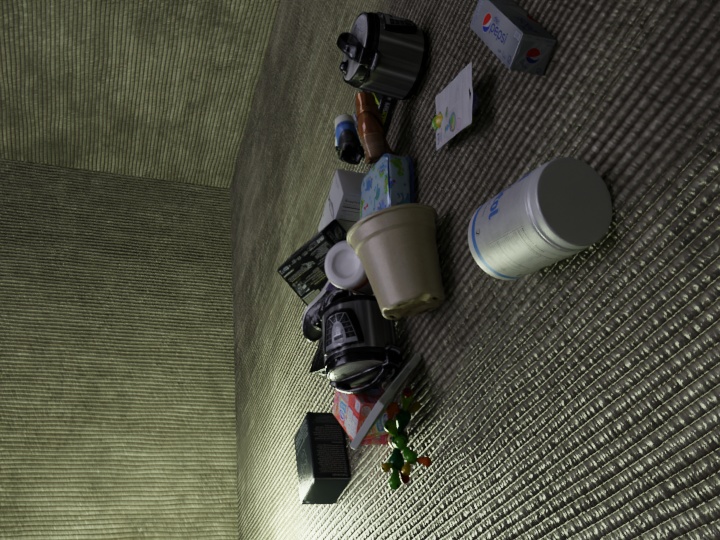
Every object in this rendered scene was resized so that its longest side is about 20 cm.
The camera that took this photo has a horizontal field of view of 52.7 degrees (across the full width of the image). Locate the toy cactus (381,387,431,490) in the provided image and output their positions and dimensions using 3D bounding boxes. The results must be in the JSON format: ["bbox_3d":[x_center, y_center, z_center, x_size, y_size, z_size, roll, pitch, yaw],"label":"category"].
[{"bbox_3d":[0.090,0.352,1.528,0.165,0.101,0.203,96,173,-78],"label":"toy cactus"}]

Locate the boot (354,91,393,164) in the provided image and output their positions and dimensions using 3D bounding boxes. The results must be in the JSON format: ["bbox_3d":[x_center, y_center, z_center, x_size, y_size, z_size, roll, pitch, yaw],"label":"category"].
[{"bbox_3d":[0.026,-0.343,1.765,0.200,0.076,0.158,-15,-88,-77],"label":"boot"}]

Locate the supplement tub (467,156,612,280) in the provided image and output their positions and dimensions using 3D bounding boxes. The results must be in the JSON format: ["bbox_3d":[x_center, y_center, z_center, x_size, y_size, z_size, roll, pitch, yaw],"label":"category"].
[{"bbox_3d":[0.256,-0.070,1.067,0.200,0.130,0.134,143,130,-64],"label":"supplement tub"}]

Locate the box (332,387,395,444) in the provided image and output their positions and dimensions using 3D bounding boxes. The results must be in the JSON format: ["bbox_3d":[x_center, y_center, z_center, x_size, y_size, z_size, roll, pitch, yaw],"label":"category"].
[{"bbox_3d":[0.007,0.329,1.731,0.200,0.093,0.104,-151,68,-70],"label":"box"}]

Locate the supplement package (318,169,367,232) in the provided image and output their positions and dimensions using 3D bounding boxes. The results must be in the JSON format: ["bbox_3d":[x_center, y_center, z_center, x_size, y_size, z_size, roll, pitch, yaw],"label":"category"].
[{"bbox_3d":[-0.028,-0.147,1.929,0.118,0.116,0.202,-105,28,-49],"label":"supplement package"}]

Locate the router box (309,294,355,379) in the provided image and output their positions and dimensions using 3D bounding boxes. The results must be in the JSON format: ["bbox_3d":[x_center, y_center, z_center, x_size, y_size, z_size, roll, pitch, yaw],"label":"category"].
[{"bbox_3d":[-0.059,0.168,1.843,0.149,0.051,0.203,-29,40,67],"label":"router box"}]

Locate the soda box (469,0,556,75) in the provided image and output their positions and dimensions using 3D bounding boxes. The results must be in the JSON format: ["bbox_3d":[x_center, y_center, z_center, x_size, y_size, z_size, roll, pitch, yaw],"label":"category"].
[{"bbox_3d":[0.258,-0.407,1.246,0.201,0.067,0.064,-108,29,-50],"label":"soda box"}]

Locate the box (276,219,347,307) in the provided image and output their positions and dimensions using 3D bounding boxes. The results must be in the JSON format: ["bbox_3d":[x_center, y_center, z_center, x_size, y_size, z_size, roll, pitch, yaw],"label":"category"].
[{"bbox_3d":[-0.091,-0.006,1.889,0.199,0.164,0.086,-37,7,36],"label":"box"}]

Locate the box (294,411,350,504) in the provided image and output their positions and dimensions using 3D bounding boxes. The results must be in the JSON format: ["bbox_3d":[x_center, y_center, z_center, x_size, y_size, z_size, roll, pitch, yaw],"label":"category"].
[{"bbox_3d":[-0.108,0.514,1.995,0.149,0.106,0.202,116,153,-44],"label":"box"}]

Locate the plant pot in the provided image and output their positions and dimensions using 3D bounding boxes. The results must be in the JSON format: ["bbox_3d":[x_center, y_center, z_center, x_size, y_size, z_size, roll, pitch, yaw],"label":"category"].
[{"bbox_3d":[0.088,-0.008,1.488,0.201,0.198,0.186,129,130,-58],"label":"plant pot"}]

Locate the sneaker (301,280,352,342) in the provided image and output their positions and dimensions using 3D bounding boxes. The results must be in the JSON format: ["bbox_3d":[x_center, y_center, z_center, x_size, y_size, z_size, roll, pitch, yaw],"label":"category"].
[{"bbox_3d":[-0.084,0.102,1.795,0.202,0.075,0.088,-60,23,17],"label":"sneaker"}]

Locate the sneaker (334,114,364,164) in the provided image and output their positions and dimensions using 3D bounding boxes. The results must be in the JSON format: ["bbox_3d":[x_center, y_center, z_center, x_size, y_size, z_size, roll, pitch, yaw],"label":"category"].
[{"bbox_3d":[-0.029,-0.322,1.982,0.201,0.076,0.113,83,178,-66],"label":"sneaker"}]

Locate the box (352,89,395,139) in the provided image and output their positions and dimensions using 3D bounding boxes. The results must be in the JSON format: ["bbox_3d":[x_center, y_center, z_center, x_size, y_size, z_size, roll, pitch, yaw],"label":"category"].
[{"bbox_3d":[0.037,-0.446,1.931,0.201,0.047,0.195,-109,32,-50],"label":"box"}]

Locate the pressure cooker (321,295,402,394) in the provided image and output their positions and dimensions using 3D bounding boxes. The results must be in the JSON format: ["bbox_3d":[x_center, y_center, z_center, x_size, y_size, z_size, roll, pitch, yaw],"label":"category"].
[{"bbox_3d":[0.002,0.178,1.655,0.177,0.176,0.203,108,159,-59],"label":"pressure cooker"}]

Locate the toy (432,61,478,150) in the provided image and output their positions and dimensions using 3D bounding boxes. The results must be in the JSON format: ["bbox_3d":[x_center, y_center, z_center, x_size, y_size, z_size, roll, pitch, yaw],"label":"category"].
[{"bbox_3d":[0.197,-0.317,1.432,0.200,0.046,0.117,162,109,-73],"label":"toy"}]

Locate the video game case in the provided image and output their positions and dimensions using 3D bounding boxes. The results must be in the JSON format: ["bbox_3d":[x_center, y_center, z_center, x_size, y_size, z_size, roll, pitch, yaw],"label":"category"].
[{"bbox_3d":[0.054,0.270,1.513,0.200,0.017,0.144,-40,-18,-55],"label":"video game case"}]

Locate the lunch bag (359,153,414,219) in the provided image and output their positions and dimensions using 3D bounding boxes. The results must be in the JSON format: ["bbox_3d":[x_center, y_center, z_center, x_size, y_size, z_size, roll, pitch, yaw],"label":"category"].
[{"bbox_3d":[0.061,-0.170,1.729,0.200,0.081,0.163,138,135,-63],"label":"lunch bag"}]

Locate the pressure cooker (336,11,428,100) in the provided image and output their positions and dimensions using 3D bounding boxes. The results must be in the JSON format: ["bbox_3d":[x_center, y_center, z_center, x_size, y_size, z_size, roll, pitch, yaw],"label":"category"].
[{"bbox_3d":[0.041,-0.500,1.689,0.176,0.197,0.181,148,129,-64],"label":"pressure cooker"}]

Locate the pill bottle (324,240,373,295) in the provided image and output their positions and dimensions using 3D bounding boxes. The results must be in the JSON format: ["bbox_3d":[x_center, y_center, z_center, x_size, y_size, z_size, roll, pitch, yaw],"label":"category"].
[{"bbox_3d":[0.000,0.000,1.688,0.200,0.108,0.111,24,-112,-69],"label":"pill bottle"}]
